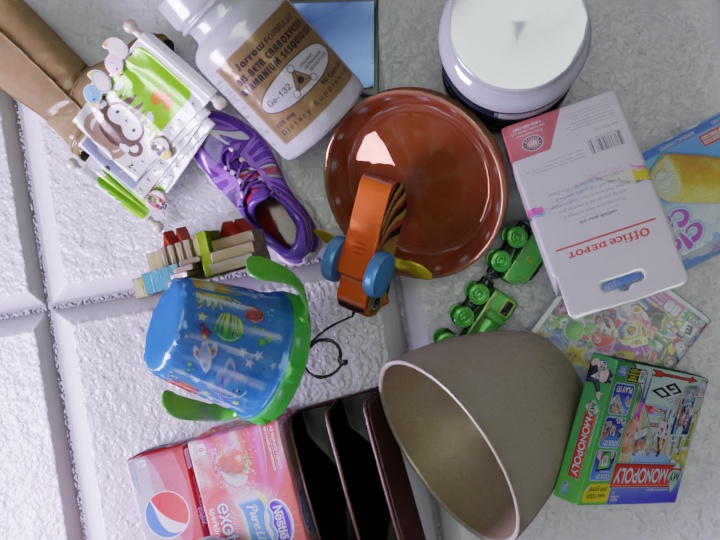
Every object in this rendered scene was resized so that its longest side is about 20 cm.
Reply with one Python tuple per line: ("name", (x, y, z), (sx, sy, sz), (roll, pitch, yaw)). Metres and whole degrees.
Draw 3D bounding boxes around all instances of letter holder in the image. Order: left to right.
("letter holder", (-0.003, 0.235, 0.925), (0.100, 0.142, 0.202), (-16, 88, 6))

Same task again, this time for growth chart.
("growth chart", (-0.231, -0.149, 0.955), (0.144, 0.018, 0.200), (32, 121, -9))

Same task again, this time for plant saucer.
("plant saucer", (0.057, -0.089, 0.938), (0.198, 0.032, 0.202), (11, 117, 22))

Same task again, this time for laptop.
("laptop", (-0.072, -0.291, 0.954), (0.175, 0.201, 0.104), (0, 53, 6))

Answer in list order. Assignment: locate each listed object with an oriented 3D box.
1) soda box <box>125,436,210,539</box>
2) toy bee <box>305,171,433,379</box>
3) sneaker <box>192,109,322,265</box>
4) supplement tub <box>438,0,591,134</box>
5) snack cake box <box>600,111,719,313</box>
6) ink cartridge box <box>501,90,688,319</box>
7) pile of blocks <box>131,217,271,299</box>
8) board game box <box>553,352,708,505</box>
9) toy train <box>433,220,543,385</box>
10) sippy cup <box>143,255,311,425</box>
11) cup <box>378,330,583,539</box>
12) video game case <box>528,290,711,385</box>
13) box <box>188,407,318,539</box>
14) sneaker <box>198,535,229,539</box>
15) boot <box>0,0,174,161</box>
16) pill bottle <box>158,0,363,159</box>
("soda box", (-0.191, 0.289, 0.986), (0.069, 0.063, 0.202), (-15, 88, 6))
("toy bee", (0.000, 0.000, 0.943), (0.131, 0.109, 0.201), (42, 103, 18))
("sneaker", (-0.112, -0.093, 0.969), (0.081, 0.083, 0.200), (-42, 85, 4))
("supplement tub", (0.146, -0.215, 0.882), (0.139, 0.200, 0.142), (0, 89, 6))
("snack cake box", (0.303, -0.057, 0.914), (0.199, 0.067, 0.116), (-27, 69, 3))
("ink cartridge box", (0.218, -0.054, 0.860), (0.115, 0.068, 0.202), (-18, 69, 8))
("pile of blocks", (-0.182, -0.017, 0.950), (0.199, 0.082, 0.063), (-15, 89, 35))
("board game box", (0.267, 0.157, 0.881), (0.029, 0.199, 0.136), (16, 92, 44))
("toy train", (0.131, 0.040, 0.965), (0.056, 0.042, 0.201), (32, 94, -5))
("sippy cup", (-0.136, 0.070, 0.894), (0.129, 0.139, 0.179), (21, 85, -29))
("cup", (0.133, 0.138, 0.885), (0.143, 0.200, 0.201), (-32, 86, -23))
("video game case", (0.249, 0.088, 0.961), (0.143, 0.018, 0.201), (37, 94, 5))
("box", (-0.099, 0.258, 0.960), (0.102, 0.095, 0.202), (-14, 88, 5))
("sneaker", (-0.081, 0.317, 0.868), (0.198, 0.082, 0.076), (13, 91, 5))
("boot", (-0.328, -0.245, 1.001), (0.200, 0.066, 0.175), (42, 96, 6))
("pill bottle", (-0.102, -0.221, 0.923), (0.114, 0.114, 0.200), (-43, 106, 4))
